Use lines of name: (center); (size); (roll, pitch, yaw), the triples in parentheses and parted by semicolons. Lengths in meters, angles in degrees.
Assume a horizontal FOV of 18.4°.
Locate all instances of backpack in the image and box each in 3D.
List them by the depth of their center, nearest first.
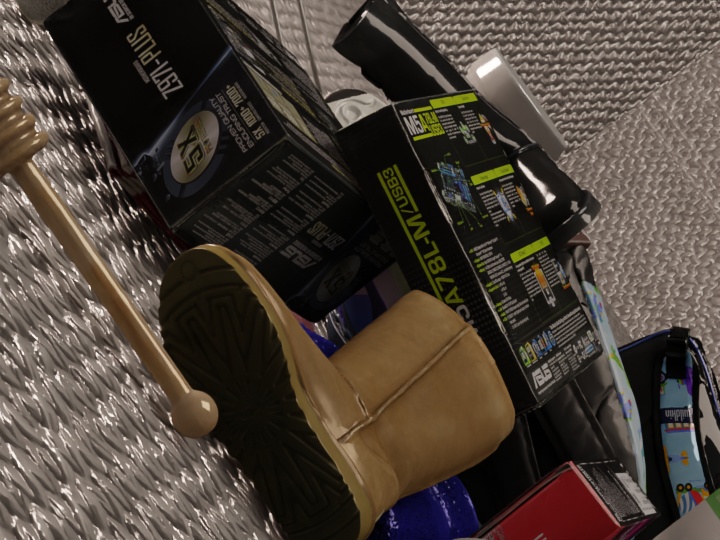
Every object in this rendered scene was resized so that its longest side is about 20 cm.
backpack: (0.122, 0.111, 1.527); (0.154, 0.163, 0.200); (68, -3, -62)
backpack: (0.198, 0.164, 1.653); (0.135, 0.182, 0.200); (87, -16, -75)

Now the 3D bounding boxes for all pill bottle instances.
pill bottle: (0.049, -0.072, 1.685); (0.116, 0.200, 0.116); (53, 8, -11)

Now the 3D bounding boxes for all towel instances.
towel: (0.007, 0.101, 1.277); (0.148, 0.050, 0.200); (55, 9, 17)
towel: (-0.096, -0.037, 1.364); (0.200, 0.023, 0.144); (47, 10, -34)

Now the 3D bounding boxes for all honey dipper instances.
honey dipper: (-0.129, -0.005, 1.035); (0.200, 0.038, 0.038); (56, 8, -7)

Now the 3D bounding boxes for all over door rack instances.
over door rack: (-0.053, -0.128, 1.507); (0.148, 0.066, 0.200); (-3, 92, -82)

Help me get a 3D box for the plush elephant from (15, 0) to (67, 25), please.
plush elephant: (-0.169, -0.241, 1.414); (0.200, 0.155, 0.165); (-7, 100, -44)

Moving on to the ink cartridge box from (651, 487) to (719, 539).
ink cartridge box: (0.219, 0.237, 1.380); (0.146, 0.200, 0.084); (50, 6, -26)

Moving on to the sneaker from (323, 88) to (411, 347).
sneaker: (0.000, 0.000, 1.446); (0.200, 0.080, 0.146); (64, -32, 16)

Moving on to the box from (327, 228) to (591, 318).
box: (0.061, -0.010, 1.588); (0.200, 0.100, 0.075); (-1, 47, -49)

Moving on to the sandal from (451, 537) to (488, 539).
sandal: (0.070, 0.206, 1.102); (0.059, 0.079, 0.207); (48, 11, -47)

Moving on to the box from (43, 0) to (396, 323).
box: (-0.072, -0.078, 1.295); (0.164, 0.086, 0.200); (56, 9, 26)

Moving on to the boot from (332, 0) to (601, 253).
boot: (0.068, -0.101, 1.493); (0.200, 0.066, 0.165); (49, 2, -9)

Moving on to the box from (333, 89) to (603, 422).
box: (0.070, -0.012, 1.339); (0.193, 0.047, 0.200); (61, 18, 1)

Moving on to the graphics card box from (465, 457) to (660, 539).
graphics card box: (0.101, 0.163, 1.277); (0.051, 0.125, 0.200); (52, 8, 11)

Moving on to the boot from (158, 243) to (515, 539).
boot: (-0.009, 0.047, 1.159); (0.175, 0.066, 0.200); (64, 30, -3)
